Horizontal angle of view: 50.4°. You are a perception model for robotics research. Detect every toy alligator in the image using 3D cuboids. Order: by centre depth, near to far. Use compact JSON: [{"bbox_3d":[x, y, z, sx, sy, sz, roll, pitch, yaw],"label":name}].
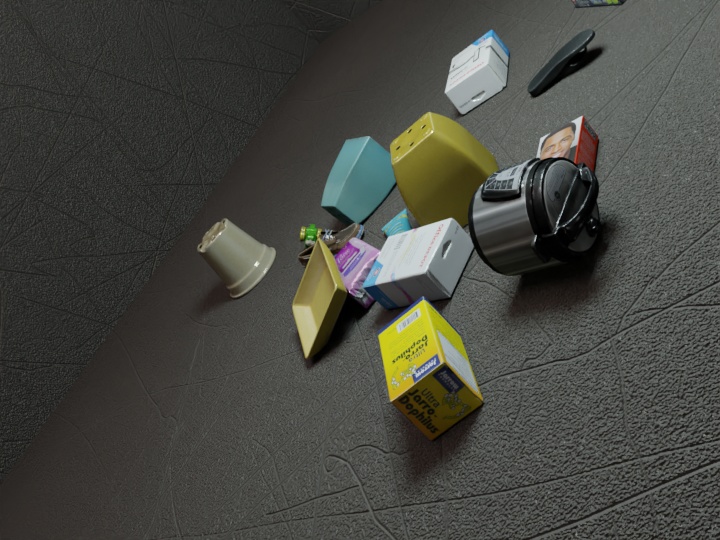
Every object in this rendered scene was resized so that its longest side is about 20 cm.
[{"bbox_3d":[-0.139,-0.079,2.117,0.200,0.058,0.055,-94,10,-72],"label":"toy alligator"}]

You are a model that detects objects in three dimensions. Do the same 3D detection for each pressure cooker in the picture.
[{"bbox_3d":[0.300,-0.093,1.263,0.199,0.177,0.179,-16,77,48],"label":"pressure cooker"}]

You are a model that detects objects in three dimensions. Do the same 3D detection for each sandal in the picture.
[{"bbox_3d":[0.466,-0.471,1.750,0.200,0.048,0.076,-43,21,42],"label":"sandal"}]

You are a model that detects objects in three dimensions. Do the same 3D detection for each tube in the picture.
[{"bbox_3d":[0.091,-0.088,1.775,0.077,0.051,0.200,-35,20,8],"label":"tube"}]

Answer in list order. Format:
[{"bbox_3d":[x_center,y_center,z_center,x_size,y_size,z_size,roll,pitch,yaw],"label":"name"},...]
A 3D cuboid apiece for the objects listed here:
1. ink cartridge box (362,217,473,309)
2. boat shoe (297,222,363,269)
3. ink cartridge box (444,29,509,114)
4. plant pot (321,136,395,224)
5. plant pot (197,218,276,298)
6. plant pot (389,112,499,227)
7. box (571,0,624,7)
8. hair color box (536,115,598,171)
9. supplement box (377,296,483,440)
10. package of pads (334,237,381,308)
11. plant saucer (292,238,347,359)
[{"bbox_3d":[0.117,-0.011,1.549,0.199,0.085,0.146,-16,38,52],"label":"ink cartridge box"},{"bbox_3d":[-0.080,-0.065,1.982,0.199,0.072,0.073,-38,25,19],"label":"boat shoe"},{"bbox_3d":[0.312,-0.528,2.039,0.145,0.084,0.201,-30,28,33],"label":"ink cartridge box"},{"bbox_3d":[-0.009,-0.230,2.048,0.202,0.141,0.141,-59,25,-11],"label":"plant pot"},{"bbox_3d":[-0.391,-0.049,2.346,0.200,0.183,0.201,-37,26,21],"label":"plant pot"},{"bbox_3d":[0.168,-0.219,1.650,0.193,0.200,0.196,-37,24,20],"label":"plant pot"},{"bbox_3d":[0.607,-0.698,1.871,0.110,0.035,0.200,-46,23,1],"label":"box"},{"bbox_3d":[0.376,-0.187,1.421,0.101,0.061,0.201,-26,30,40],"label":"hair color box"},{"bbox_3d":[0.110,0.157,1.265,0.109,0.109,0.201,-39,24,15],"label":"supplement box"},{"bbox_3d":[0.000,0.000,1.742,0.121,0.076,0.200,-47,23,-4],"label":"package of pads"},{"bbox_3d":[-0.088,0.064,1.719,0.201,0.048,0.202,-114,40,-52],"label":"plant saucer"}]
